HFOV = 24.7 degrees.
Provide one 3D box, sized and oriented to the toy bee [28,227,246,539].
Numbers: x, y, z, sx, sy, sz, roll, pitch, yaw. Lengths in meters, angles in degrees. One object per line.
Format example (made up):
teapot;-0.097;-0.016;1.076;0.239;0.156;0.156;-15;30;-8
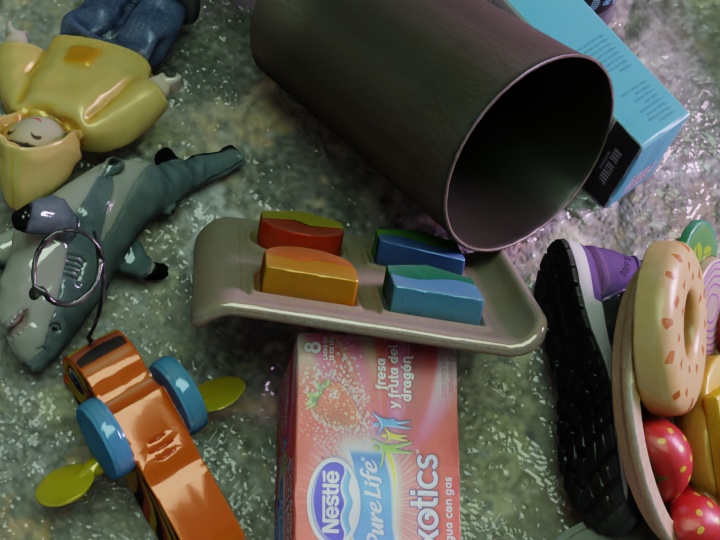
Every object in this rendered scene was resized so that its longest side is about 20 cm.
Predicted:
toy bee;-0.130;0.076;0.958;0.130;0.109;0.203;-7;90;-22

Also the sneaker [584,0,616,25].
sneaker;0.125;-0.266;1.172;0.073;0.082;0.201;-29;71;-20

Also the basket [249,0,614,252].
basket;0.035;-0.123;1.038;0.199;0.180;0.137;37;106;27

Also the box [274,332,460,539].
box;0.002;0.146;0.928;0.093;0.103;0.202;4;68;-8

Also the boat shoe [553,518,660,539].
boat shoe;0.123;0.207;0.940;0.074;0.062;0.200;25;35;25

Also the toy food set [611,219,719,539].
toy food set;0.204;0.073;0.975;0.197;0.048;0.202;-16;96;-58

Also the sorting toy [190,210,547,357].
sorting toy;0.000;0.000;0.977;0.197;0.185;0.037;4;106;-6

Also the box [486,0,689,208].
box;0.128;-0.145;1.112;0.049;0.082;0.200;-34;74;-24

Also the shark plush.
shark plush;-0.155;-0.020;1.031;0.084;0.091;0.200;55;44;-4

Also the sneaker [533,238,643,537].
sneaker;0.168;0.068;1.010;0.087;0.076;0.202;8;54;-16

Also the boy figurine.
boy figurine;-0.181;-0.124;1.048;0.123;0.065;0.201;23;55;12
